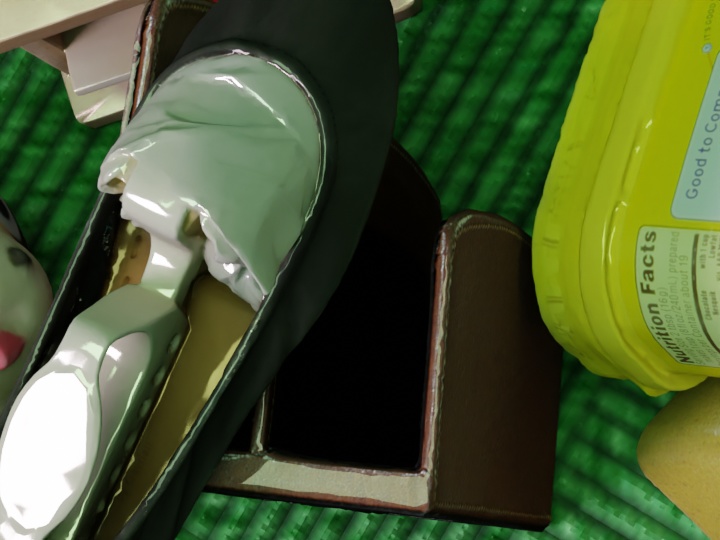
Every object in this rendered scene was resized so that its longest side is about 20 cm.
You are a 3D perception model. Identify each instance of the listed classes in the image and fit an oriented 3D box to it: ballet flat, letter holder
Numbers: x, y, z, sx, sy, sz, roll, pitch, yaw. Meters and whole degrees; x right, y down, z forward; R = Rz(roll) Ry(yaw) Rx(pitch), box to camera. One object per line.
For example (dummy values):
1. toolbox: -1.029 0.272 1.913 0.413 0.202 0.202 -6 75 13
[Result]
1. ballet flat: -0.046 0.007 0.744 0.068 0.068 0.201 23 89 14
2. letter holder: 0.000 0.000 0.873 0.100 0.200 0.143 5 85 13

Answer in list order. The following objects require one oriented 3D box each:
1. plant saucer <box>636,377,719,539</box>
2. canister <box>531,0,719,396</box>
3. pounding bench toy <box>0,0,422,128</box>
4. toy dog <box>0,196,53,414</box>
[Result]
1. plant saucer: 0.216 0.053 0.897 0.200 0.048 0.200 44 95 13
2. canister: 0.165 -0.032 0.851 0.199 0.087 0.149 6 67 37
3. pounding bench toy: -0.104 -0.122 0.932 0.199 0.156 0.125 -18 81 11
4. toy dog: -0.162 0.062 0.953 0.194 0.139 0.201 19 90 51
